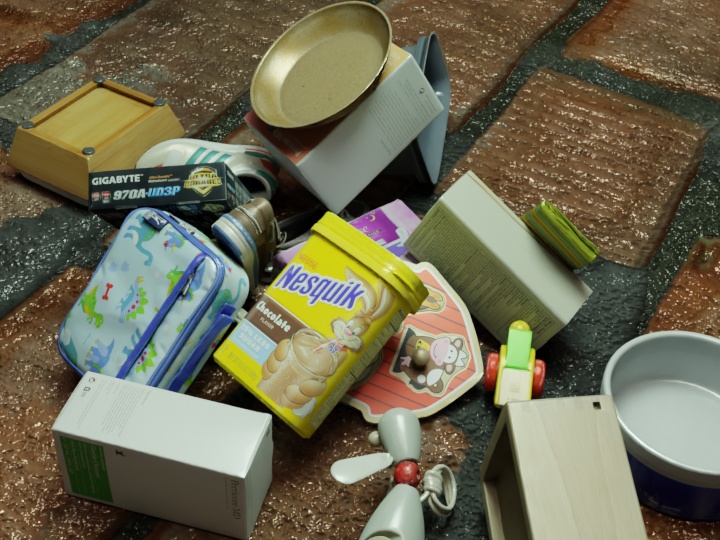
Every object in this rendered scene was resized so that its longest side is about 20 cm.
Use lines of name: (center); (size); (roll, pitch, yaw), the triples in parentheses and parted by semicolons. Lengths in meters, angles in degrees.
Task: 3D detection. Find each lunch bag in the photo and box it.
lunch bag: (-0.222, 0.045, 1.158); (0.160, 0.082, 0.201); (38, 94, 29)

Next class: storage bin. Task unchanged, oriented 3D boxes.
storage bin: (0.044, -0.217, 1.513); (0.132, 0.146, 0.202); (-1, 55, 20)

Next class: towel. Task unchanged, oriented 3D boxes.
towel: (0.212, -0.030, 1.262); (0.018, 0.200, 0.086); (-43, 91, -13)

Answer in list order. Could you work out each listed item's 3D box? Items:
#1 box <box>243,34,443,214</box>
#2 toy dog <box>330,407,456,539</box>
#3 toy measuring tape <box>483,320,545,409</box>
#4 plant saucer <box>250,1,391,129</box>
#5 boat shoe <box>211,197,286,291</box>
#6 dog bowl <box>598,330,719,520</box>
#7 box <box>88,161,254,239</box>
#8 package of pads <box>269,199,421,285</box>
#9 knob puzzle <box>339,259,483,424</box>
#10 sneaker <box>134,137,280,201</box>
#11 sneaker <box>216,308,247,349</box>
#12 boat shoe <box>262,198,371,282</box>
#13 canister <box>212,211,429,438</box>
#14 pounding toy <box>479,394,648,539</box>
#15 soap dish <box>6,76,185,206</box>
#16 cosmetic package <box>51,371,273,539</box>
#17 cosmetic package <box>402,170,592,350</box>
box: (-0.023, -0.201, 1.382); (0.200, 0.107, 0.152); (-44, 46, -4)
toy dog: (0.017, 0.238, 1.024); (0.095, 0.133, 0.201); (-19, 27, 23)
toy measuring tape: (0.164, 0.151, 1.172); (0.072, 0.074, 0.202); (8, 64, 5)
plant saucer: (-0.043, -0.245, 1.327); (0.198, 0.035, 0.202); (-17, 49, 21)
boat shoe: (-0.121, -0.031, 1.228); (0.072, 0.200, 0.072); (-40, 87, -11)
dog bowl: (0.350, 0.161, 1.143); (0.197, 0.080, 0.201); (2, 41, -2)
box: (-0.213, -0.075, 1.263); (0.156, 0.200, 0.047); (-4, 80, 6)
package of pads: (0.000, 0.000, 1.304); (0.198, 0.076, 0.121); (-26, 53, -28)
knob puzzle: (0.046, 0.076, 1.194); (0.216, 0.031, 0.223); (3, 69, -8)
sneaker: (-0.204, -0.123, 1.433); (0.197, 0.071, 0.094); (1, 35, -7)
sneaker: (-0.183, 0.020, 1.261); (0.198, 0.071, 0.093); (24, 49, 26)
boat shoe: (-0.057, -0.051, 1.373); (0.199, 0.058, 0.067); (-32, 51, -33)
canister: (-0.044, 0.058, 1.137); (0.148, 0.087, 0.201); (34, 79, 33)
pounding toy: (0.196, 0.222, 1.007); (0.140, 0.201, 0.186); (-2, 56, -6)
soap dish: (-0.364, -0.184, 1.485); (0.156, 0.082, 0.200); (23, 44, 21)
cosmetic package: (-0.191, 0.182, 1.063); (0.197, 0.109, 0.085); (12, 42, 11)
cosmetic package: (0.156, -0.004, 1.242); (0.200, 0.104, 0.073); (45, 50, 4)
